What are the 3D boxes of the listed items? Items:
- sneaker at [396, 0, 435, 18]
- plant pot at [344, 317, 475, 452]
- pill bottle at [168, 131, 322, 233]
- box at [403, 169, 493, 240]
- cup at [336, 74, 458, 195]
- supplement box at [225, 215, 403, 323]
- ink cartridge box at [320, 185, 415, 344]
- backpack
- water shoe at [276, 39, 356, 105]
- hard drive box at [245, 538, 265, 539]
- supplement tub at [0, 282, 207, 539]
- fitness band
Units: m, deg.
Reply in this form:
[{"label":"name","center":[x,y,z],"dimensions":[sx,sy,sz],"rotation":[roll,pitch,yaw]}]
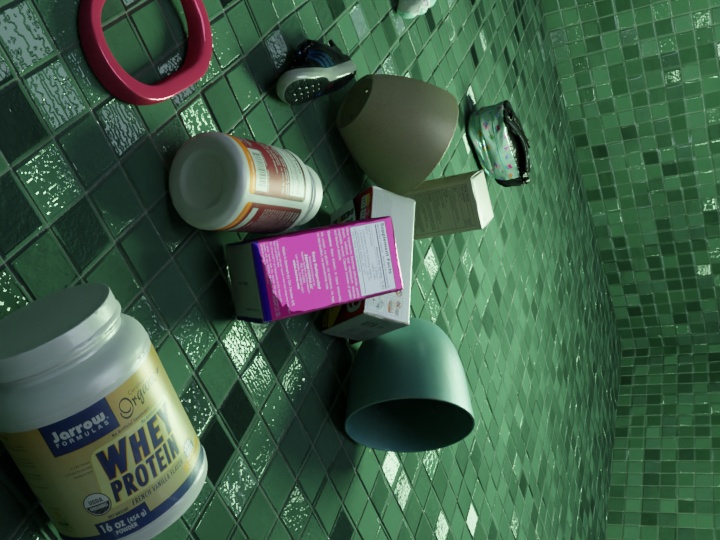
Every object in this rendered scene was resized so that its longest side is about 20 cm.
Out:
[{"label":"sneaker","center":[0.125,-0.619,1.542],"dimensions":[0.201,0.078,0.140],"rotation":[-53,147,-9]},{"label":"plant pot","center":[0.073,0.173,1.214],"dimensions":[0.201,0.199,0.162],"rotation":[49,32,-47]},{"label":"pill bottle","center":[-0.133,-0.102,0.954],"dimensions":[0.200,0.112,0.114],"rotation":[1,83,-63]},{"label":"box","center":[0.125,-0.110,1.358],"dimensions":[0.078,0.199,0.096],"rotation":[-37,116,-59]},{"label":"cup","center":[0.045,-0.247,1.282],"dimensions":[0.143,0.200,0.202],"rotation":[28,55,-27]},{"label":"supplement box","center":[-0.058,-0.003,0.986],"dimensions":[0.199,0.101,0.104],"rotation":[-11,94,-28]},{"label":"ink cartridge box","center":[0.000,0.000,1.186],"dimensions":[0.083,0.175,0.202],"rotation":[15,66,-27]},{"label":"backpack","center":[0.353,-0.324,1.937],"dimensions":[0.168,0.126,0.200],"rotation":[-86,152,-45]},{"label":"water shoe","center":[-0.082,-0.308,1.173],"dimensions":[0.079,0.071,0.200],"rotation":[53,31,2]},{"label":"hard drive box","center":[-0.093,0.452,0.942],"dimensions":[0.156,0.076,0.201],"rotation":[47,44,-48]},{"label":"supplement tub","center":[-0.234,0.127,0.670],"dimensions":[0.145,0.143,0.201],"rotation":[-54,131,-53]},{"label":"fitness band","center":[-0.239,-0.271,0.875],"dimensions":[0.200,0.037,0.145],"rotation":[-54,134,-52]}]
